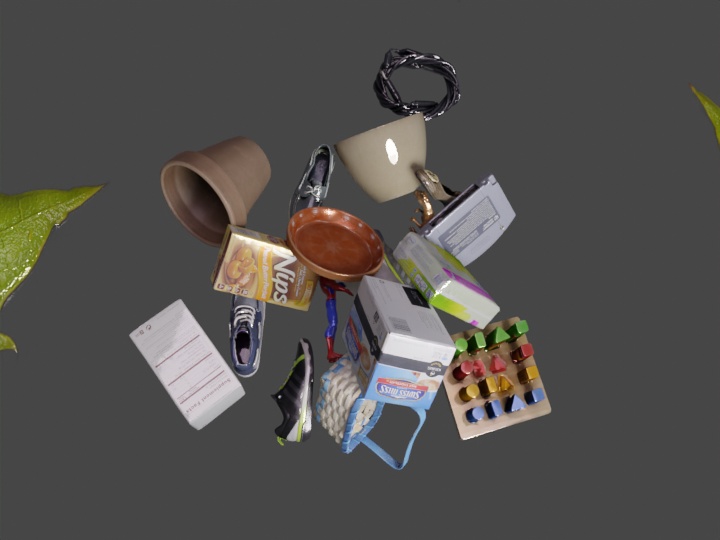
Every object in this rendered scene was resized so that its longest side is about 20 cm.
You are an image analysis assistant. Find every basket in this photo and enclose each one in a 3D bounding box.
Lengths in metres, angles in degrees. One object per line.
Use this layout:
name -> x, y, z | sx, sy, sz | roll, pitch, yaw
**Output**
basket -> 0.019, 0.257, 1.288 | 0.199, 0.179, 0.138 | 36, 43, 21

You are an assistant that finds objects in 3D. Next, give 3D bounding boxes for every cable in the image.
cable -> 0.131, -0.417, 1.590 | 0.196, 0.051, 0.166 | 21, 71, 1

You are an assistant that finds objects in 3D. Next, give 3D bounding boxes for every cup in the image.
cup -> 0.057, -0.226, 1.462 | 0.196, 0.200, 0.146 | -21, 98, -12

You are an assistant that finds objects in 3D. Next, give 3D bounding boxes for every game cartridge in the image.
game cartridge -> 0.220, -0.088, 1.446 | 0.199, 0.134, 0.042 | -40, 38, -1

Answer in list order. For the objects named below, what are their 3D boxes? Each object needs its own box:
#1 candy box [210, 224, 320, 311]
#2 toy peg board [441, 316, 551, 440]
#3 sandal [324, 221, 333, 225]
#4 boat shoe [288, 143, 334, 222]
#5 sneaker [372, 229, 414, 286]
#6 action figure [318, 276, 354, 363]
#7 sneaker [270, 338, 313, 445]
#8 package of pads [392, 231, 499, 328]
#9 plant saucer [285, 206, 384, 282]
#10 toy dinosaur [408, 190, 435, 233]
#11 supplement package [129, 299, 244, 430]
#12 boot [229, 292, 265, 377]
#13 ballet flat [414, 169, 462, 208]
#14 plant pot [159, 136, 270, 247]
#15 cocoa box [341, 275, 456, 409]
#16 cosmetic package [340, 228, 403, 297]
candy box -> -0.177, -0.003, 1.357 | 0.196, 0.055, 0.118 | 15, 107, -24
toy peg board -> 0.264, 0.202, 1.378 | 0.195, 0.098, 0.203 | -14, 74, -10
sandal -> -0.129, -0.039, 1.431 | 0.198, 0.075, 0.049 | -28, 93, -14
boat shoe -> -0.103, -0.175, 1.480 | 0.071, 0.062, 0.204 | 19, 71, 1
sneaker -> 0.074, 0.003, 1.446 | 0.080, 0.074, 0.203 | -21, 76, -29
action figure -> -0.033, 0.073, 1.407 | 0.097, 0.065, 0.205 | -9, 74, -2
sneaker -> -0.131, 0.228, 1.342 | 0.081, 0.072, 0.205 | 3, 72, -4
package of pads -> 0.163, 0.018, 1.347 | 0.068, 0.199, 0.155 | -48, 49, 14
plant saucer -> -0.050, -0.049, 1.360 | 0.196, 0.033, 0.202 | 15, 38, -12
toy dinosaur -> 0.160, -0.076, 1.469 | 0.200, 0.105, 0.061 | 46, 33, -29
supplement package -> -0.320, 0.178, 1.314 | 0.116, 0.117, 0.201 | -35, 79, -16
boot -> -0.220, 0.099, 1.364 | 0.071, 0.091, 0.205 | -3, 72, -7
ballet flat -> 0.168, -0.166, 1.441 | 0.046, 0.199, 0.068 | -38, 60, 15
plant pot -> -0.274, -0.176, 1.415 | 0.199, 0.201, 0.175 | 38, 53, 7
cocoa box -> 0.061, 0.124, 1.235 | 0.131, 0.201, 0.133 | 13, 114, -20
cosmetic package -> 0.000, 0.000, 1.396 | 0.081, 0.051, 0.200 | -15, 52, -41
